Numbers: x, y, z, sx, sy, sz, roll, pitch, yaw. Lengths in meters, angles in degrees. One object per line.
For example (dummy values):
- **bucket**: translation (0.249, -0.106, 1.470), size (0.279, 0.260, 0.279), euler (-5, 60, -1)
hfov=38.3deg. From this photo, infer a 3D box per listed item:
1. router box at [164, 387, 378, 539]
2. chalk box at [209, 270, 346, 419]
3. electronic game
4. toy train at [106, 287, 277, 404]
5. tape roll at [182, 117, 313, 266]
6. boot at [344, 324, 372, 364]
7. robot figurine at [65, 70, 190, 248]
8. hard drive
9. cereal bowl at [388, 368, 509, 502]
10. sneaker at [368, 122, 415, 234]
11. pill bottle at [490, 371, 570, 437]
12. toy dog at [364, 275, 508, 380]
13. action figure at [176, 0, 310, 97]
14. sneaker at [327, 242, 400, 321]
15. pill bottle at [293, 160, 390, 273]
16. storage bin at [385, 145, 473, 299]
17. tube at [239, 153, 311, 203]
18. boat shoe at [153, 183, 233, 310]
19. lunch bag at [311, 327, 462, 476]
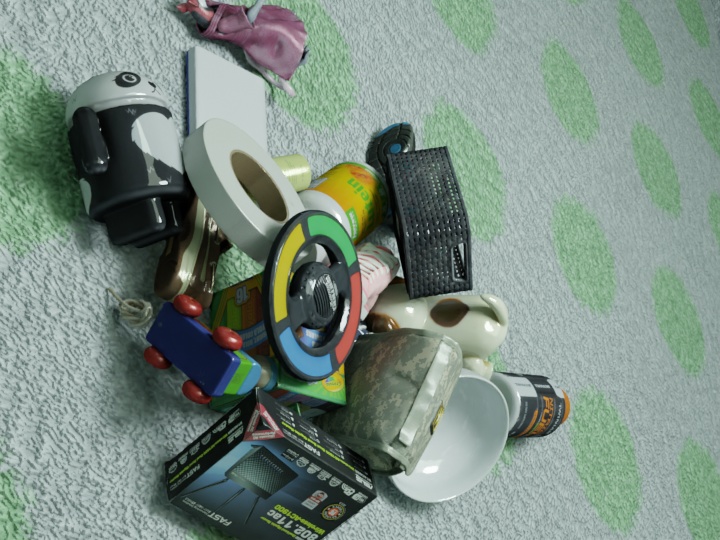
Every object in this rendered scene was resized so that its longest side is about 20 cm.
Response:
- **router box**: translation (-0.101, 0.241, 1.187), size (0.200, 0.150, 0.062), euler (39, 19, -33)
- **chalk box**: translation (-0.103, 0.118, 1.278), size (0.124, 0.125, 0.200), euler (24, 53, -44)
- **electronic game**: translation (-0.052, 0.029, 1.207), size (0.200, 0.042, 0.201), euler (1, 88, -60)
- **toy train**: translation (-0.190, 0.075, 1.184), size (0.200, 0.085, 0.116), euler (35, 7, 32)
- **tape roll**: translation (-0.132, -0.092, 1.248), size (0.203, 0.037, 0.203), euler (48, 19, -23)
- **boot**: translation (0.000, 0.099, 1.427), size (0.200, 0.073, 0.091), euler (6, 74, -33)
- **robot figurine**: translation (-0.265, -0.130, 1.195), size (0.125, 0.150, 0.200), euler (-13, 81, -20)
- **hard drive**: translation (-0.182, -0.195, 1.423), size (0.132, 0.025, 0.200), euler (20, 57, -46)
- **cereal bowl**: translation (0.108, 0.225, 1.481), size (0.200, 0.083, 0.201), euler (-9, 111, -24)
- **sneaker**: translation (0.057, -0.149, 1.684), size (0.082, 0.073, 0.200), euler (49, 42, -50)
- **pill bottle**: translation (0.270, 0.223, 1.718), size (0.200, 0.106, 0.106), euler (10, 65, -49)
- **toy dog**: translation (0.103, 0.088, 1.518), size (0.200, 0.194, 0.140), euler (15, 63, -7)
- **action figure**: translation (-0.177, -0.346, 1.477), size (0.200, 0.134, 0.149), euler (4, 110, -39)
- **sneaker**: translation (0.000, 0.000, 1.406), size (0.075, 0.105, 0.200), euler (32, -8, 11)
- **pill bottle**: translation (-0.047, -0.072, 1.459), size (0.111, 0.111, 0.200), euler (61, 37, -10)
- **storage bin**: translation (0.096, -0.070, 1.480), size (0.200, 0.094, 0.135), euler (-101, -178, -49)
- **tube**: translation (-0.156, -0.111, 1.353), size (0.200, 0.052, 0.058), euler (-16, 58, -37)
- **boat shoe**: translation (-0.192, -0.041, 1.251), size (0.075, 0.075, 0.203), euler (29, 55, -30)
- **lunch bag**: translation (0.042, 0.164, 1.289), size (0.117, 0.200, 0.164), euler (34, 70, -17)
